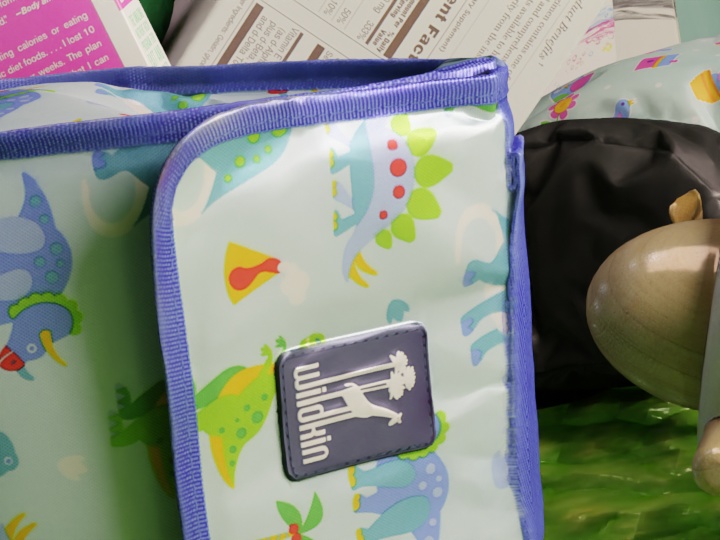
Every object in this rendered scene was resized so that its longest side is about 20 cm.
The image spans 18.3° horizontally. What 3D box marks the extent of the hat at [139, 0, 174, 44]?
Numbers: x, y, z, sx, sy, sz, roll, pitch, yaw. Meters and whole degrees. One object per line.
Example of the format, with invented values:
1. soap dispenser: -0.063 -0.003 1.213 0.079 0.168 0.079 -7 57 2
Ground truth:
1. hat: -0.070 -0.083 0.754 0.175 0.167 0.200 21 -18 25

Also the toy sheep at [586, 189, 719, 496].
1. toy sheep: 0.165 0.024 0.656 0.198 0.139 0.138 12 19 11

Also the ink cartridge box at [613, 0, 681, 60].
1. ink cartridge box: 0.123 -0.163 1.231 0.082 0.202 0.147 -10 14 1

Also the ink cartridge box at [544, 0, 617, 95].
1. ink cartridge box: 0.062 -0.124 1.106 0.114 0.202 0.068 -11 15 -15

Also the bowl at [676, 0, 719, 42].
1. bowl: 0.162 -0.195 1.521 0.199 0.106 0.201 -7 15 2

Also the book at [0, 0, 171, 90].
1. book: -0.109 -0.015 0.707 0.133 0.201 0.048 -23 13 11

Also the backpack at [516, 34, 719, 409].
1. backpack: 0.129 -0.024 0.848 0.166 0.128 0.199 0 13 37

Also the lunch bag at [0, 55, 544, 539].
1. lunch bag: -0.049 0.031 0.631 0.198 0.172 0.128 -4 15 3

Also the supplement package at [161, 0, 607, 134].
1. supplement package: 0.017 -0.112 0.783 0.110 0.201 0.156 33 11 -12
